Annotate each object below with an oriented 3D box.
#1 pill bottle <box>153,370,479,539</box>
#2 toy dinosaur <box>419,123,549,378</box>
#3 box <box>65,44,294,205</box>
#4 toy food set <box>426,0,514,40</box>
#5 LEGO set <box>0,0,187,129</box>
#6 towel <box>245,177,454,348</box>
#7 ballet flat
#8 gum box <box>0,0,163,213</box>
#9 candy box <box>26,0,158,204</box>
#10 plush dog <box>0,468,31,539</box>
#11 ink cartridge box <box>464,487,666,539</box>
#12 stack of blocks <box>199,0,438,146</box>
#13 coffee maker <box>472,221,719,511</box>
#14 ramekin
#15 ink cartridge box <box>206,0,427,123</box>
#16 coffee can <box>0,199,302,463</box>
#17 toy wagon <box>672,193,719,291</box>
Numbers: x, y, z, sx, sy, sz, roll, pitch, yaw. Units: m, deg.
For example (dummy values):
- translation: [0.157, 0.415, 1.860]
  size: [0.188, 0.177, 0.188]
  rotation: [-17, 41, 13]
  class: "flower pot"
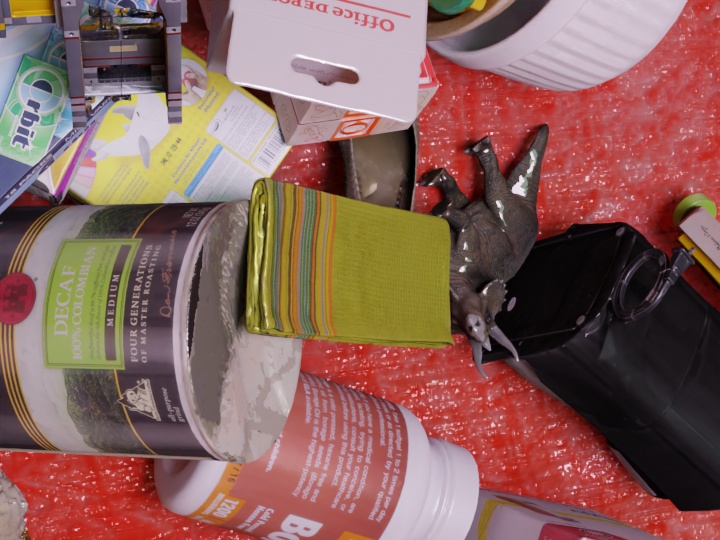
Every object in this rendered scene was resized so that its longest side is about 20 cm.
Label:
- translation: [-0.026, 0.130, 1.071]
  size: [0.199, 0.112, 0.113]
  rotation: [21, 88, -24]
  class: "pill bottle"
- translation: [0.083, -0.025, 1.128]
  size: [0.103, 0.077, 0.200]
  rotation: [55, 43, -23]
  class: "toy dinosaur"
- translation: [-0.150, -0.096, 1.004]
  size: [0.199, 0.048, 0.118]
  rotation: [36, 82, -8]
  class: "box"
- translation: [0.069, -0.241, 1.018]
  size: [0.048, 0.198, 0.201]
  rotation: [21, 91, -35]
  class: "toy food set"
- translation: [-0.167, -0.143, 0.837]
  size: [0.198, 0.116, 0.155]
  rotation: [-11, 58, -13]
  class: "LEGO set"
- translation: [0.000, 0.000, 0.964]
  size: [0.199, 0.018, 0.087]
  rotation: [8, 83, -55]
  class: "towel"
- translation: [0.013, -0.061, 1.062]
  size: [0.067, 0.046, 0.202]
  rotation: [16, 64, -23]
  class: "ballet flat"
- translation: [-0.230, -0.141, 0.887]
  size: [0.200, 0.045, 0.170]
  rotation: [45, 81, -2]
  class: "gum box"
- translation: [-0.234, -0.144, 0.940]
  size: [0.199, 0.061, 0.137]
  rotation: [26, 84, -6]
  class: "candy box"
- translation: [-0.266, 0.189, 0.965]
  size: [0.160, 0.200, 0.172]
  rotation: [33, 69, 13]
  class: "plush dog"
- translation: [0.147, 0.211, 1.110]
  size: [0.144, 0.200, 0.084]
  rotation: [15, 88, -24]
  class: "ink cartridge box"
- translation: [-0.039, -0.182, 1.007]
  size: [0.114, 0.059, 0.201]
  rotation: [-10, 72, -23]
  class: "stack of blocks"
- translation: [0.204, 0.073, 1.119]
  size: [0.200, 0.192, 0.135]
  rotation: [38, 86, -22]
  class: "coffee maker"
- translation: [0.131, -0.213, 1.055]
  size: [0.105, 0.200, 0.202]
  rotation: [20, 88, -35]
  class: "ramekin"
- translation: [-0.023, -0.168, 0.934]
  size: [0.116, 0.068, 0.201]
  rotation: [11, 63, -14]
  class: "ink cartridge box"
- translation: [-0.152, 0.034, 0.933]
  size: [0.146, 0.198, 0.148]
  rotation: [-1, 90, -68]
  class: "coffee can"
- translation: [0.301, 0.031, 1.177]
  size: [0.040, 0.155, 0.200]
  rotation: [-41, 130, 7]
  class: "toy wagon"
